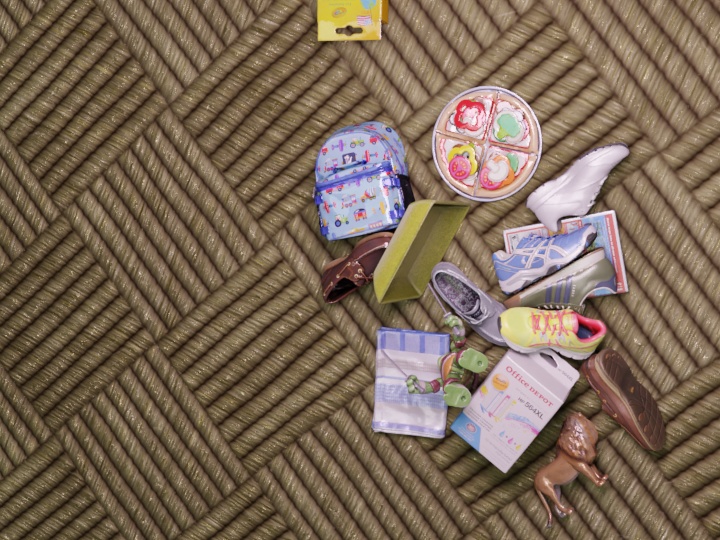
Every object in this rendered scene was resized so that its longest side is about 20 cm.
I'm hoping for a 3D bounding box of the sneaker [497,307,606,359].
[{"bbox_3d":[0.325,0.093,1.665,0.197,0.090,0.079,8,62,-19],"label":"sneaker"}]

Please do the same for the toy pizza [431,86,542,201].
[{"bbox_3d":[0.221,-0.223,1.745,0.197,0.032,0.204,2,97,17],"label":"toy pizza"}]

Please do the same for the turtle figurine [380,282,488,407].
[{"bbox_3d":[0.132,0.153,1.709,0.143,0.194,0.202,-31,102,-7],"label":"turtle figurine"}]

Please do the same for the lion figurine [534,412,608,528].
[{"bbox_3d":[0.361,0.356,1.756,0.123,0.072,0.200,46,112,15],"label":"lion figurine"}]

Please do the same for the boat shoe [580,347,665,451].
[{"bbox_3d":[0.457,0.228,1.717,0.201,0.072,0.067,55,141,-4],"label":"boat shoe"}]

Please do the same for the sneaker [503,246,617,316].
[{"bbox_3d":[0.350,0.045,1.701,0.199,0.067,0.091,-31,89,19],"label":"sneaker"}]

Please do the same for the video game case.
[{"bbox_3d":[0.359,-0.018,1.736,0.197,0.017,0.145,-10,94,18],"label":"video game case"}]

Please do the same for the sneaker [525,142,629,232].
[{"bbox_3d":[0.380,-0.144,1.687,0.199,0.074,0.088,-39,82,26],"label":"sneaker"}]

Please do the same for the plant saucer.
[{"bbox_3d":[0.098,-0.044,1.723,0.048,0.199,0.202,33,105,20],"label":"plant saucer"}]

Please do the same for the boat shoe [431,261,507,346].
[{"bbox_3d":[0.201,0.067,1.763,0.200,0.072,0.070,43,107,2],"label":"boat shoe"}]

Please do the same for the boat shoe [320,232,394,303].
[{"bbox_3d":[0.000,0.000,1.789,0.070,0.071,0.199,25,141,-27],"label":"boat shoe"}]

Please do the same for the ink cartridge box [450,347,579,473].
[{"bbox_3d":[0.274,0.222,1.723,0.128,0.125,0.201,38,114,10],"label":"ink cartridge box"}]

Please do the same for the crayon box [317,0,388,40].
[{"bbox_3d":[-0.014,-0.514,1.772,0.125,0.051,0.203,4,97,17],"label":"crayon box"}]

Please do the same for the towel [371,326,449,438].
[{"bbox_3d":[0.094,0.211,1.845,0.145,0.024,0.203,5,98,16],"label":"towel"}]

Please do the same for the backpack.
[{"bbox_3d":[0.000,-0.164,1.770,0.180,0.134,0.203,-9,91,17],"label":"backpack"}]

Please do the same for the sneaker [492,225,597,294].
[{"bbox_3d":[0.311,-0.031,1.689,0.199,0.076,0.078,-30,87,28],"label":"sneaker"}]
